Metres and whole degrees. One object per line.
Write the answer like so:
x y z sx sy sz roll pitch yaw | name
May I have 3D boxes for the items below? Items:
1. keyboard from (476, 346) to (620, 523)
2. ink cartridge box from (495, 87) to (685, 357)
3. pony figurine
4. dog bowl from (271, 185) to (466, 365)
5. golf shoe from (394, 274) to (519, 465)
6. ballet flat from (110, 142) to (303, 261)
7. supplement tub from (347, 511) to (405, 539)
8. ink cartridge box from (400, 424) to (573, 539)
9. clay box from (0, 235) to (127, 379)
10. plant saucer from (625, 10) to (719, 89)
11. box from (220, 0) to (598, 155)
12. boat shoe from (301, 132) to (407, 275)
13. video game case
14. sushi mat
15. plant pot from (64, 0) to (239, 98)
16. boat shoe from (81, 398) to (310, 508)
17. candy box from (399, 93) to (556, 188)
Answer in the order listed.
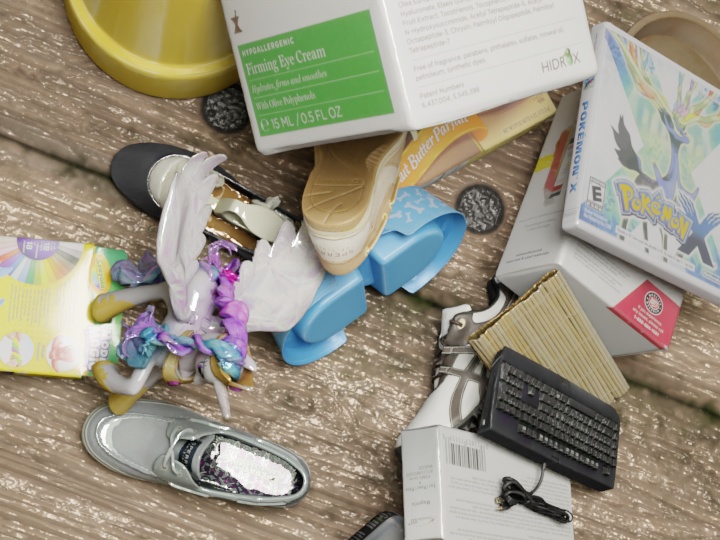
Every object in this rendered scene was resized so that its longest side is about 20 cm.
0.161 0.151 1.167 0.200 0.021 0.128 28 69 -44 | keyboard
0.221 -0.046 1.216 0.145 0.083 0.201 35 63 -25 | ink cartridge box
-0.129 0.026 1.098 0.166 0.200 0.194 29 66 -37 | pony figurine
0.000 0.000 1.199 0.200 0.112 0.050 -35 66 -13 | dog bowl
0.087 0.086 1.220 0.200 0.078 0.095 -42 87 -24 | golf shoe
-0.124 -0.058 1.204 0.200 0.073 0.073 30 77 -4 | ballet flat
-0.013 0.304 1.139 0.200 0.123 0.123 -39 90 -13 | supplement tub
0.111 0.228 1.143 0.200 0.043 0.174 20 63 -48 | ink cartridge box
-0.301 0.030 1.168 0.199 0.048 0.115 6 81 -11 | clay box
0.280 -0.125 1.204 0.199 0.029 0.201 9 74 -34 | plant saucer
0.031 -0.197 1.047 0.200 0.199 0.172 -19 100 -36 | box
-0.005 -0.071 1.145 0.073 0.069 0.200 6 37 14 | boat shoe
0.255 -0.084 1.147 0.200 0.022 0.183 23 68 -30 | video game case
0.164 0.081 1.185 0.096 0.200 0.012 -40 46 -2 | sushi mat
-0.153 -0.265 1.170 0.200 0.189 0.202 1 81 -9 | plant pot
-0.135 0.152 1.166 0.200 0.072 0.070 16 79 -6 | boat shoe
0.063 -0.143 1.257 0.200 0.055 0.116 -29 87 -13 | candy box
